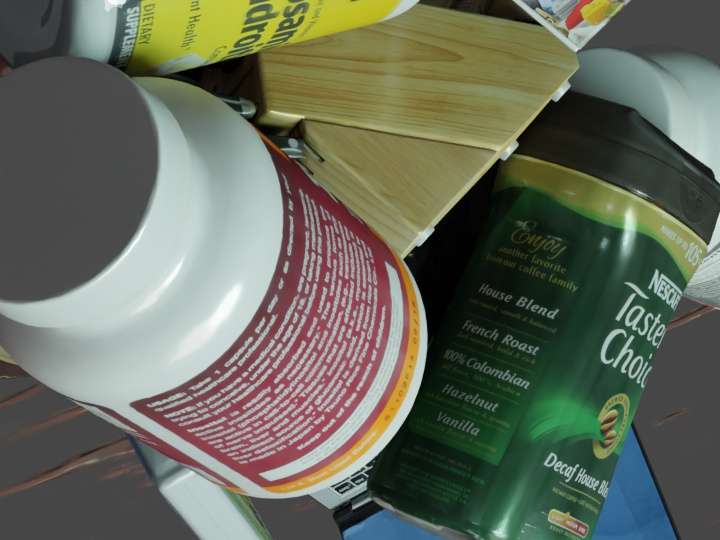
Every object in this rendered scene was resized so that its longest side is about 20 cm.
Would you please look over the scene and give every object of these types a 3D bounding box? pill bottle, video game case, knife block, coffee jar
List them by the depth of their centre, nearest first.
[{"bbox_3d":[-0.061,0.002,1.004,0.113,0.113,0.200,-35,152,9],"label":"pill bottle"},{"bbox_3d":[-0.037,-0.136,1.035,0.199,0.112,0.112,-16,152,-28],"label":"pill bottle"},{"bbox_3d":[-0.029,-0.080,1.162,0.200,0.176,0.064,-45,179,-43],"label":"knife block"},{"bbox_3d":[-0.092,0.046,1.223,0.022,0.183,0.200,-31,155,-2],"label":"video game case"},{"bbox_3d":[0.084,0.027,1.255,0.104,0.085,0.201,29,82,-55],"label":"coffee jar"},{"bbox_3d":[0.155,-0.047,1.412,0.111,0.111,0.200,-39,154,18],"label":"pill bottle"}]

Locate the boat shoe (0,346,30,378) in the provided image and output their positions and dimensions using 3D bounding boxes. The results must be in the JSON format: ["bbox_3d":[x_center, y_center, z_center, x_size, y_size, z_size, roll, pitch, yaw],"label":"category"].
[{"bbox_3d":[-0.197,0.012,1.188,0.072,0.072,0.200,-34,152,25],"label":"boat shoe"}]

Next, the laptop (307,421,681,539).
[{"bbox_3d":[0.034,0.108,1.421,0.187,0.116,0.200,-31,127,31],"label":"laptop"}]

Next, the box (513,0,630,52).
[{"bbox_3d":[0.111,-0.189,1.116,0.110,0.035,0.200,37,118,-16],"label":"box"}]

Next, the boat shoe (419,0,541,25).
[{"bbox_3d":[0.083,-0.133,1.228,0.071,0.065,0.200,-12,149,-34],"label":"boat shoe"}]

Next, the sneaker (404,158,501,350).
[{"bbox_3d":[0.000,0.000,1.270,0.200,0.073,0.113,-28,124,-48],"label":"sneaker"}]
